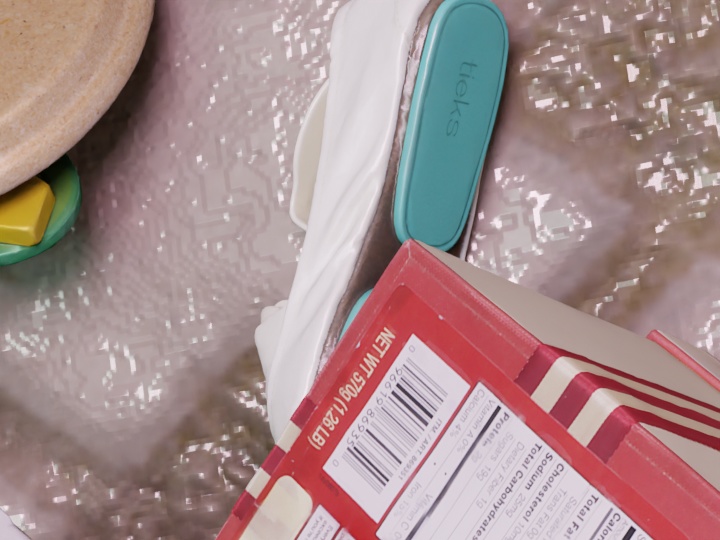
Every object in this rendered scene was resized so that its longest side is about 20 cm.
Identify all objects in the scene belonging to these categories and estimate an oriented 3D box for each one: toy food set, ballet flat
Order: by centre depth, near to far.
[{"bbox_3d":[0.000,0.000,0.980,0.069,0.069,0.201,10,85,24],"label":"ballet flat"},{"bbox_3d":[-0.169,-0.084,1.029,0.199,0.049,0.198,8,55,13],"label":"toy food set"}]

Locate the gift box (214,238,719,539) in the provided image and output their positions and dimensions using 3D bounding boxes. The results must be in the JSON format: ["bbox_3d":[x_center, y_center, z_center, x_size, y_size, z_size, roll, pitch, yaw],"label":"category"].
[{"bbox_3d":[0.070,0.102,0.872,0.185,0.187,0.200,-54,48,13],"label":"gift box"}]

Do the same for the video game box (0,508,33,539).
[{"bbox_3d":[-0.089,0.200,0.951,0.182,0.047,0.200,40,135,24],"label":"video game box"}]
